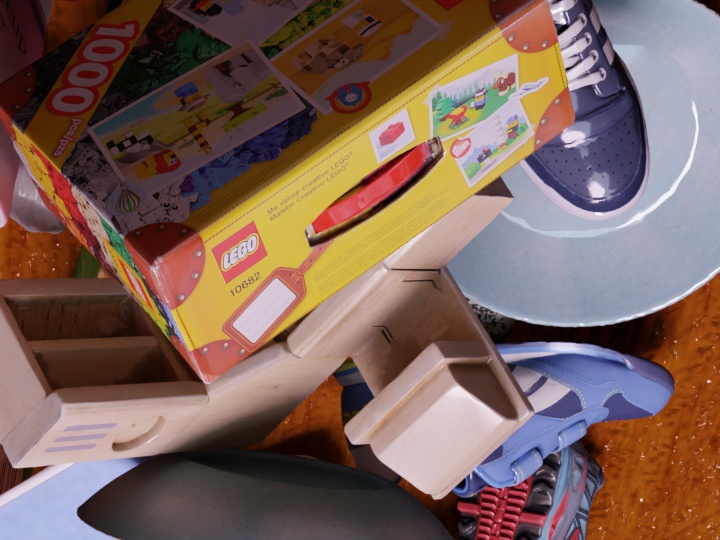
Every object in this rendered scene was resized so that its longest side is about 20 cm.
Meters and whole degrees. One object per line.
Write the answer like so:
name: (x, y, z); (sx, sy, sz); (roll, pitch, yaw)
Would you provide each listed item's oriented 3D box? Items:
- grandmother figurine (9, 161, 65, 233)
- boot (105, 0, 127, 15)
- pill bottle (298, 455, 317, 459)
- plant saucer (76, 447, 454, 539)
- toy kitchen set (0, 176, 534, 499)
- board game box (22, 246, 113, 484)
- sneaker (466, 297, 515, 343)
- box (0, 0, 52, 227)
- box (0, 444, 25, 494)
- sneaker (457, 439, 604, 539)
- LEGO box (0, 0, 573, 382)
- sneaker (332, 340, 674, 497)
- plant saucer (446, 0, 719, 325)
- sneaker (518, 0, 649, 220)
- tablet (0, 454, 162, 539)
grandmother figurine: (-0.089, -0.069, 1.131); (0.199, 0.121, 0.061); (-19, 110, -12)
boot: (-0.059, -0.150, 1.099); (0.097, 0.075, 0.200); (23, 122, -14)
pill bottle: (-0.004, 0.207, 1.345); (0.114, 0.115, 0.200); (-25, 124, 17)
plant saucer: (-0.040, 0.116, 1.125); (0.200, 0.201, 0.039); (8, 93, -7)
toy kitchen set: (-0.039, 0.030, 1.031); (0.200, 0.164, 0.180); (-45, 155, 29)
board game box: (-0.149, 0.034, 1.224); (0.030, 0.096, 0.201); (17, 125, -14)
sneaker: (0.000, 0.000, 1.204); (0.199, 0.089, 0.077); (31, 121, -22)
box: (-0.220, -0.114, 1.044); (0.108, 0.201, 0.128); (-12, 127, 9)
box: (-0.149, 0.183, 1.336); (0.124, 0.098, 0.200); (-22, 124, 15)
sneaker: (0.094, 0.185, 1.303); (0.079, 0.201, 0.095); (15, 171, 41)
LEGO box: (-0.034, -0.070, 0.977); (0.200, 0.149, 0.077); (-36, 138, -14)
sneaker: (0.079, 0.081, 1.235); (0.199, 0.083, 0.074); (-1, 169, -20)
plant saucer: (0.115, -0.066, 1.171); (0.200, 0.039, 0.202); (-1, 122, -1)
sneaker: (0.084, -0.120, 1.043); (0.070, 0.109, 0.201); (-20, 88, -1)
tablet: (-0.161, 0.164, 1.252); (0.199, 0.014, 0.130); (-31, 122, 18)
